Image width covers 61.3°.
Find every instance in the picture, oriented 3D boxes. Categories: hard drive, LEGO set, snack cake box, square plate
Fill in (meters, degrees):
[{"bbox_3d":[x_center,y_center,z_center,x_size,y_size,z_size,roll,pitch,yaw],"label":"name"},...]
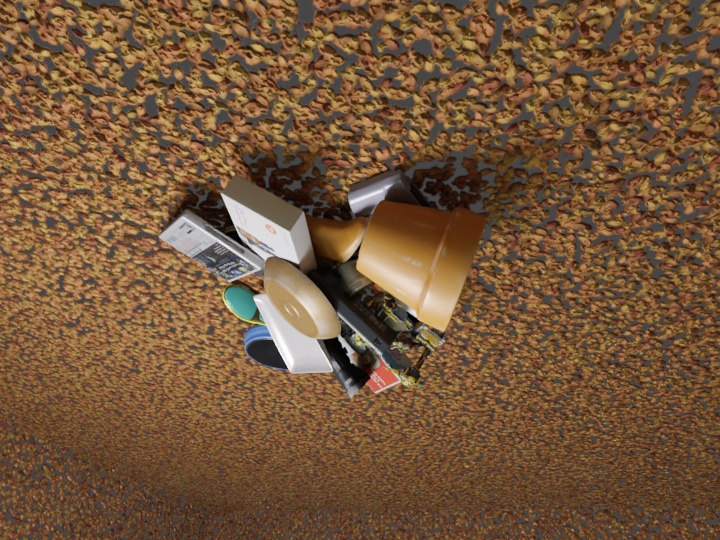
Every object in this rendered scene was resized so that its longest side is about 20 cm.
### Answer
[{"bbox_3d":[-0.016,0.073,1.161,0.199,0.033,0.139,43,-173,6],"label":"hard drive"},{"bbox_3d":[0.088,0.136,1.254,0.201,0.153,0.116,47,161,2],"label":"LEGO set"},{"bbox_3d":[0.018,0.185,1.444,0.201,0.067,0.114,49,135,-8],"label":"snack cake box"},{"bbox_3d":[-0.145,0.130,1.331,0.196,0.028,0.205,-15,104,55],"label":"square plate"}]

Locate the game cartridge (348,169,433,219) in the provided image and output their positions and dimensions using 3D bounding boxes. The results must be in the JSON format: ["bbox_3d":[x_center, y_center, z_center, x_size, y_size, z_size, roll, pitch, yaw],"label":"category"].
[{"bbox_3d":[0.069,-0.098,1.122,0.130,0.042,0.200,-12,141,34],"label":"game cartridge"}]

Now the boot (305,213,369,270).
[{"bbox_3d":[-0.079,-0.076,1.125,0.142,0.072,0.200,33,148,-13],"label":"boot"}]

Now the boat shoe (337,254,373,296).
[{"bbox_3d":[-0.001,0.000,1.213,0.069,0.073,0.201,-30,178,11],"label":"boat shoe"}]

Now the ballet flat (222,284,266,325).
[{"bbox_3d":[-0.255,0.094,1.450,0.197,0.069,0.066,30,162,-33],"label":"ballet flat"}]

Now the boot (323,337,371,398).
[{"bbox_3d":[-0.059,0.187,1.392,0.065,0.202,0.165,-37,173,-4],"label":"boot"}]

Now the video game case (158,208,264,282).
[{"bbox_3d":[-0.302,-0.044,1.217,0.180,0.024,0.198,36,155,-22],"label":"video game case"}]

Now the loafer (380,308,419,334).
[{"bbox_3d":[0.099,0.103,1.379,0.073,0.072,0.201,18,145,-16],"label":"loafer"}]

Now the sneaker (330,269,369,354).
[{"bbox_3d":[-0.043,0.113,1.313,0.074,0.115,0.204,-11,113,29],"label":"sneaker"}]

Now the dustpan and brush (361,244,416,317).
[{"bbox_3d":[0.070,-0.004,1.199,0.196,0.141,0.058,28,131,1],"label":"dustpan and brush"}]

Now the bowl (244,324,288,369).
[{"bbox_3d":[-0.217,0.209,1.627,0.193,0.040,0.203,5,147,3],"label":"bowl"}]

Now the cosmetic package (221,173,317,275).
[{"bbox_3d":[-0.160,-0.068,1.100,0.147,0.052,0.202,27,157,16],"label":"cosmetic package"}]

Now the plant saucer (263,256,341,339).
[{"bbox_3d":[-0.121,0.064,1.154,0.198,0.035,0.202,35,154,20],"label":"plant saucer"}]

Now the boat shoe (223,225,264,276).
[{"bbox_3d":[-0.204,-0.025,1.259,0.073,0.064,0.199,-16,139,34],"label":"boat shoe"}]

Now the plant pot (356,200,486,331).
[{"bbox_3d":[0.096,-0.028,1.035,0.178,0.204,0.202,22,148,7],"label":"plant pot"}]
